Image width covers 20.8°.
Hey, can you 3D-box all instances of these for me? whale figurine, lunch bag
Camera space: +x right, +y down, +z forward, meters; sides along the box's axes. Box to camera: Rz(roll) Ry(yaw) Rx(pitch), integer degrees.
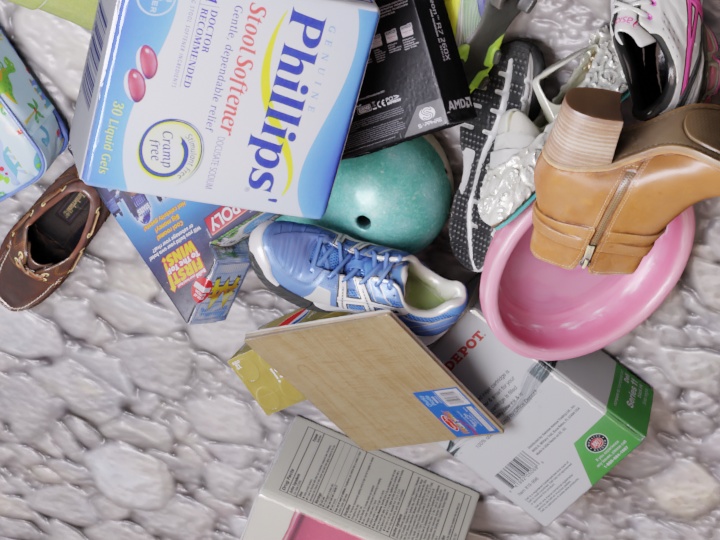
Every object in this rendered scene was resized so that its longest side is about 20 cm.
[{"bbox_3d":[-0.020,-0.059,1.704,0.199,0.104,0.160,-10,117,20],"label":"whale figurine"},{"bbox_3d":[-0.375,-0.150,1.765,0.160,0.083,0.200,-26,110,26],"label":"lunch bag"}]

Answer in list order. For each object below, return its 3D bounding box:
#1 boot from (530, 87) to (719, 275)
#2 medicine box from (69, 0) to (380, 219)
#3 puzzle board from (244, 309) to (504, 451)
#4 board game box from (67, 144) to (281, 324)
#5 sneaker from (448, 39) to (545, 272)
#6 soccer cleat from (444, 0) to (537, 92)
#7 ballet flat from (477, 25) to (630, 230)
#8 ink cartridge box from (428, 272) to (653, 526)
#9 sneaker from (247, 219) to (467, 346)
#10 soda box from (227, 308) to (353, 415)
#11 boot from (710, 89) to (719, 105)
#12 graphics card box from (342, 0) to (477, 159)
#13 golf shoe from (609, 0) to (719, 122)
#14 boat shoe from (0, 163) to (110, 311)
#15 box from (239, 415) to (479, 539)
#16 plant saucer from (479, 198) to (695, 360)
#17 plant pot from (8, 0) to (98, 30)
[{"bbox_3d":[0.233,-0.054,1.530,0.199,0.074,0.155,16,130,7],"label":"boot"},{"bbox_3d":[-0.108,-0.153,1.522,0.199,0.103,0.183,8,115,-18],"label":"medicine box"},{"bbox_3d":[0.015,0.095,1.698,0.150,0.017,0.200,-11,142,32],"label":"puzzle board"},{"bbox_3d":[-0.134,-0.066,1.703,0.200,0.062,0.201,-30,78,30],"label":"board game box"},{"bbox_3d":[0.129,-0.100,1.670,0.074,0.080,0.201,34,123,47],"label":"sneaker"},{"bbox_3d":[0.083,-0.207,1.614,0.064,0.084,0.200,6,133,-39],"label":"soccer cleat"},{"bbox_3d":[0.152,-0.122,1.593,0.072,0.200,0.072,41,167,12],"label":"ballet flat"},{"bbox_3d":[0.141,0.112,1.774,0.200,0.083,0.147,38,124,-9],"label":"ink cartridge box"},{"bbox_3d":[0.000,0.000,1.636,0.199,0.076,0.077,20,151,-24],"label":"sneaker"},{"bbox_3d":[-0.024,0.063,1.776,0.200,0.064,0.068,-25,105,42],"label":"soda box"},{"bbox_3d":[0.319,-0.078,1.568,0.199,0.147,0.070,6,139,12],"label":"boot"},{"bbox_3d":[0.008,-0.200,1.589,0.125,0.051,0.201,-16,89,35],"label":"graphics card box"},{"bbox_3d":[0.231,-0.213,1.530,0.072,0.092,0.201,-3,104,39],"label":"golf shoe"},{"bbox_3d":[-0.291,-0.028,1.823,0.070,0.070,0.200,34,125,-7],"label":"boat shoe"},{"bbox_3d":[-0.004,0.248,1.871,0.199,0.128,0.109,23,125,3],"label":"box"},{"bbox_3d":[0.185,-0.016,1.656,0.200,0.051,0.201,-16,132,-19],"label":"plant saucer"},{"bbox_3d":[-0.182,-0.261,1.599,0.189,0.200,0.200,29,125,-18],"label":"plant pot"}]
